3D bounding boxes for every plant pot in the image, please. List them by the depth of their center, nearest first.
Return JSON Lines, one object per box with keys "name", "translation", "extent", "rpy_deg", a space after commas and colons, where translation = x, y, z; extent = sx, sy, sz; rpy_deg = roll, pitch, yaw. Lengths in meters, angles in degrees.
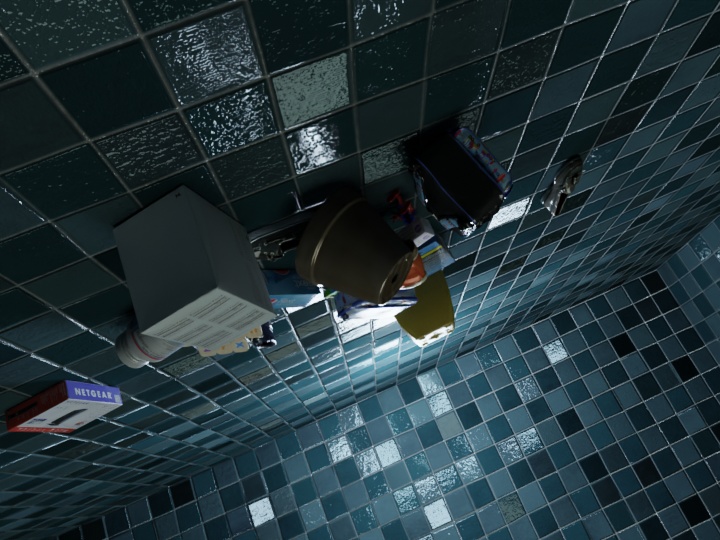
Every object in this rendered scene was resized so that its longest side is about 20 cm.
{"name": "plant pot", "translation": [0.001, -0.027, 1.078], "extent": [0.200, 0.172, 0.201], "rpy_deg": [-47, 159, -25]}
{"name": "plant pot", "translation": [0.179, 0.102, 1.636], "extent": [0.192, 0.202, 0.196], "rpy_deg": [-26, 160, 4]}

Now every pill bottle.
{"name": "pill bottle", "translation": [-0.409, 0.120, 1.167], "extent": [0.198, 0.110, 0.108], "rpy_deg": [-32, 158, 19]}

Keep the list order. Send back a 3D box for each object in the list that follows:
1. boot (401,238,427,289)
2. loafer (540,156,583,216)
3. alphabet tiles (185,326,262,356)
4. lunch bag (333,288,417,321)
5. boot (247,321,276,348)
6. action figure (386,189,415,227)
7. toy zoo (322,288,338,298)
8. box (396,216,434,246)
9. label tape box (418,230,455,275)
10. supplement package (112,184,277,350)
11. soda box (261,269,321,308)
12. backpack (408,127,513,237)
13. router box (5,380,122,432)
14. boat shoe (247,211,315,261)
{"name": "boot", "translation": [0.045, 0.013, 1.204], "extent": [0.197, 0.076, 0.108], "rpy_deg": [-16, 135, 22]}
{"name": "loafer", "translation": [0.540, -0.217, 1.480], "extent": [0.071, 0.064, 0.201], "rpy_deg": [-19, 158, -14]}
{"name": "alphabet tiles", "translation": [-0.331, 0.132, 1.308], "extent": [0.196, 0.015, 0.198], "rpy_deg": [-7, 137, -4]}
{"name": "lunch bag", "translation": [0.036, 0.072, 1.416], "extent": [0.197, 0.077, 0.160], "rpy_deg": [-2, 162, -31]}
{"name": "boot", "translation": [-0.266, 0.135, 1.379], "extent": [0.072, 0.091, 0.200], "rpy_deg": [-29, 158, 12]}
{"name": "action figure", "translation": [0.105, -0.112, 1.254], "extent": [0.052, 0.065, 0.200], "rpy_deg": [-50, 155, 0]}
{"name": "toy zoo", "translation": [0.000, 0.036, 1.445], "extent": [0.129, 0.021, 0.199], "rpy_deg": [-1, 164, -29]}
{"name": "box", "translation": [0.071, -0.044, 1.231], "extent": [0.199, 0.039, 0.041], "rpy_deg": [-35, 154, 29]}
{"name": "label tape box", "translation": [0.149, -0.041, 1.461], "extent": [0.143, 0.064, 0.200], "rpy_deg": [-29, 157, 14]}
{"name": "supplement package", "translation": [-0.270, 0.006, 0.940], "extent": [0.145, 0.194, 0.200], "rpy_deg": [-28, 158, 9]}
{"name": "soda box", "translation": [-0.188, 0.042, 1.282], "extent": [0.198, 0.069, 0.064], "rpy_deg": [1, 147, -48]}
{"name": "backpack", "translation": [0.186, -0.159, 1.087], "extent": [0.134, 0.183, 0.200], "rpy_deg": [-41, 173, -2]}
{"name": "router box", "translation": [-0.736, 0.345, 1.412], "extent": [0.177, 0.049, 0.200], "rpy_deg": [-28, 158, 7]}
{"name": "boat shoe", "translation": [-0.166, -0.052, 1.103], "extent": [0.197, 0.057, 0.069], "rpy_deg": [-24, 159, -2]}
